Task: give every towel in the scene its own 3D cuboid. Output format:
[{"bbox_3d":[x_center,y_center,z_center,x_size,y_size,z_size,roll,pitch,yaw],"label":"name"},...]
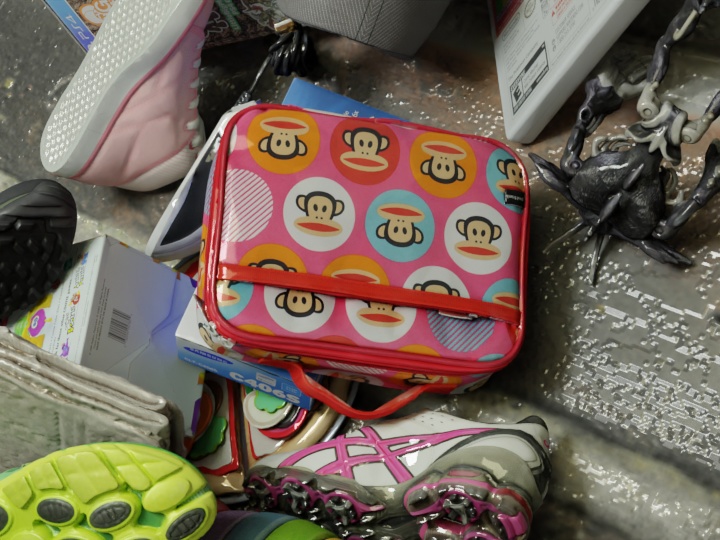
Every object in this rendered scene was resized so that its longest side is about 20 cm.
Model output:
[{"bbox_3d":[-0.174,0.111,0.825,0.132,0.201,0.035,23,54,3],"label":"towel"}]

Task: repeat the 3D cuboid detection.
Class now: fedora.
[{"bbox_3d":[0.001,-0.203,0.917,0.200,0.175,0.091,-115,43,-59],"label":"fedora"}]

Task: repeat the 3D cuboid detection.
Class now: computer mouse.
[{"bbox_3d":[-0.085,-0.084,0.962,0.044,0.110,0.201,31,91,-4],"label":"computer mouse"}]

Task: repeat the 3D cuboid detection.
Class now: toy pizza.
[{"bbox_3d":[-0.088,0.058,0.921,0.199,0.032,0.202,-12,61,23],"label":"toy pizza"}]

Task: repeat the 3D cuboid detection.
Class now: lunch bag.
[{"bbox_3d":[0.000,0.000,0.817,0.198,0.082,0.178,8,73,-10],"label":"lunch bag"}]

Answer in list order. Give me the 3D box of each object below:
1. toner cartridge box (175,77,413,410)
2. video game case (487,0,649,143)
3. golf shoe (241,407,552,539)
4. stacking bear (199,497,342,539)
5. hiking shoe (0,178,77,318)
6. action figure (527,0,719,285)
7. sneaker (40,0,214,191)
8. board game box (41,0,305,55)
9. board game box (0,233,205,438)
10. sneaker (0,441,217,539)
[{"bbox_3d":[-0.038,-0.020,0.885,0.094,0.043,0.201,20,66,5],"label":"toner cartridge box"},{"bbox_3d":[0.133,-0.210,0.859,0.200,0.023,0.184,127,144,-55],"label":"video game case"},{"bbox_3d":[0.022,0.126,0.816,0.199,0.073,0.092,-3,35,31],"label":"golf shoe"},{"bbox_3d":[-0.026,0.203,0.764,0.199,0.121,0.115,12,88,27],"label":"stacking bear"},{"bbox_3d":[-0.259,-0.011,0.871,0.199,0.076,0.101,-36,51,25],"label":"hiking shoe"},{"bbox_3d":[0.182,-0.084,0.802,0.119,0.102,0.201,39,130,9],"label":"action figure"},{"bbox_3d":[-0.141,-0.138,0.990,0.201,0.104,0.076,-51,43,23],"label":"sneaker"},{"bbox_3d":[-0.124,-0.259,1.039,0.198,0.097,0.161,-8,53,25],"label":"board game box"},{"bbox_3d":[-0.206,0.060,0.915,0.199,0.103,0.106,-12,61,39],"label":"board game box"},{"bbox_3d":[-0.166,0.131,0.764,0.198,0.084,0.075,-14,97,24],"label":"sneaker"}]
